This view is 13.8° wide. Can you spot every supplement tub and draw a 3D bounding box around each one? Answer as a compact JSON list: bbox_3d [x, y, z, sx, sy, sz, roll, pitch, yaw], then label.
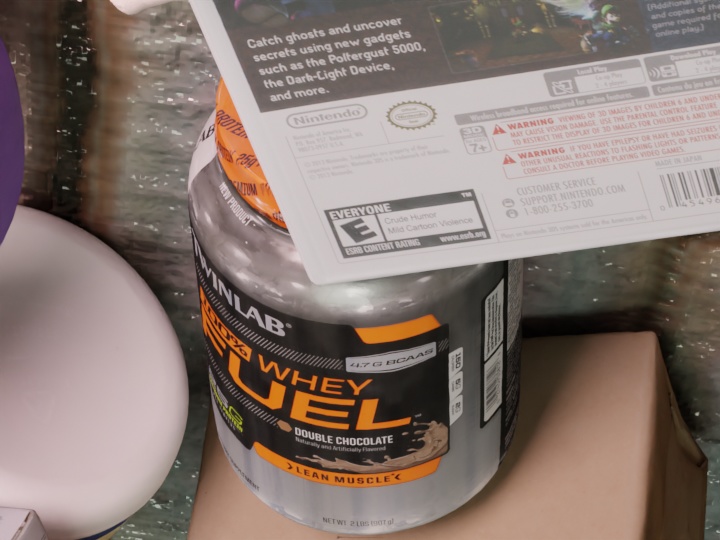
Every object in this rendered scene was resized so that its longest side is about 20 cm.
[{"bbox_3d":[-0.173,0.078,1.225,0.145,0.145,0.200,22,141,-19],"label":"supplement tub"},{"bbox_3d":[0.000,0.000,1.106,0.122,0.123,0.200,4,143,5],"label":"supplement tub"}]

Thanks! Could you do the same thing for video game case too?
[{"bbox_3d":[0.053,-0.076,0.917,0.200,0.023,0.182,-8,134,16],"label":"video game case"}]

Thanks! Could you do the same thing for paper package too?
[{"bbox_3d":[0.031,0.129,1.218,0.200,0.191,0.103,-4,145,19],"label":"paper package"}]

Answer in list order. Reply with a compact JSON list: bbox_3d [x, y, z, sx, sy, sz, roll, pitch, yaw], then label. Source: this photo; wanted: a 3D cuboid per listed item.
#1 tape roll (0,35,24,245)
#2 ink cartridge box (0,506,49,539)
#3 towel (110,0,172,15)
[{"bbox_3d":[-0.226,-0.044,1.051,0.200,0.085,0.200,7,118,14],"label":"tape roll"},{"bbox_3d":[-0.182,0.166,1.176,0.200,0.043,0.196,5,132,30],"label":"ink cartridge box"},{"bbox_3d":[-0.007,-0.185,0.823,0.191,0.200,0.032,-12,-179,28],"label":"towel"}]
